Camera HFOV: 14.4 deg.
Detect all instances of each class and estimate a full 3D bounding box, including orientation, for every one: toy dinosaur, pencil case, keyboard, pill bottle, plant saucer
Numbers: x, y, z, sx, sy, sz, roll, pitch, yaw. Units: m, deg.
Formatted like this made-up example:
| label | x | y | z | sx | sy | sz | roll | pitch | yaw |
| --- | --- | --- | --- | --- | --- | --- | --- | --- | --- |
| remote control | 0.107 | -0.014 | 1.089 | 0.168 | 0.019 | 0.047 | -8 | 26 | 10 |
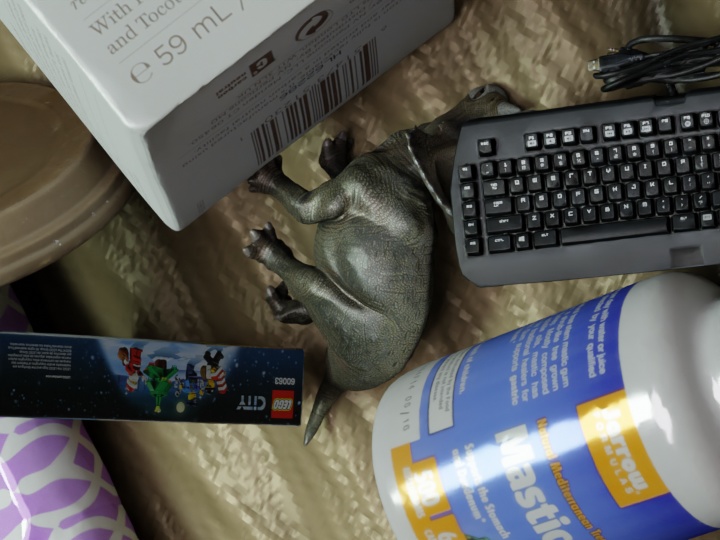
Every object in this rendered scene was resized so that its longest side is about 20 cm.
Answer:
| label | x | y | z | sx | sy | sz | roll | pitch | yaw |
| --- | --- | --- | --- | --- | --- | --- | --- | --- | --- |
| toy dinosaur | 0.000 | 0.000 | 1.299 | 0.102 | 0.077 | 0.200 | 31 | 109 | 35 |
| pencil case | -0.176 | 0.092 | 1.406 | 0.085 | 0.084 | 0.200 | -30 | 84 | 9 |
| keyboard | 0.132 | -0.054 | 1.206 | 0.199 | 0.040 | 0.104 | -7 | 80 | 14 |
| pill bottle | 0.114 | 0.066 | 1.228 | 0.200 | 0.112 | 0.112 | -23 | 88 | 31 |
| plant saucer | -0.202 | -0.039 | 1.332 | 0.200 | 0.200 | 0.030 | 4 | 122 | 28 |

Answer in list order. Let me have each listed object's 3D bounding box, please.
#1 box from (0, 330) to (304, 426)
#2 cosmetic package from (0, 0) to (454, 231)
| label | x | y | z | sx | sy | sz | roll | pitch | yaw |
| --- | --- | --- | --- | --- | --- | --- | --- | --- | --- |
| box | -0.144 | 0.048 | 1.295 | 0.136 | 0.200 | 0.038 | 0 | 86 | 49 |
| cosmetic package | -0.083 | -0.157 | 1.229 | 0.167 | 0.166 | 0.200 | -39 | 78 | -6 |
